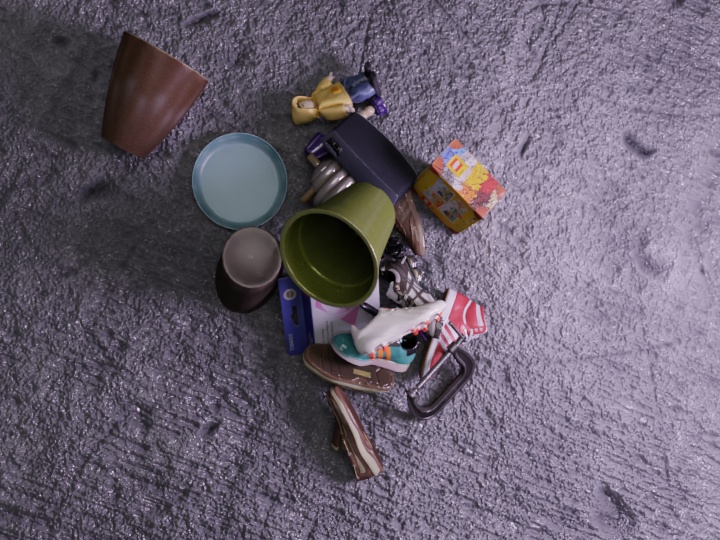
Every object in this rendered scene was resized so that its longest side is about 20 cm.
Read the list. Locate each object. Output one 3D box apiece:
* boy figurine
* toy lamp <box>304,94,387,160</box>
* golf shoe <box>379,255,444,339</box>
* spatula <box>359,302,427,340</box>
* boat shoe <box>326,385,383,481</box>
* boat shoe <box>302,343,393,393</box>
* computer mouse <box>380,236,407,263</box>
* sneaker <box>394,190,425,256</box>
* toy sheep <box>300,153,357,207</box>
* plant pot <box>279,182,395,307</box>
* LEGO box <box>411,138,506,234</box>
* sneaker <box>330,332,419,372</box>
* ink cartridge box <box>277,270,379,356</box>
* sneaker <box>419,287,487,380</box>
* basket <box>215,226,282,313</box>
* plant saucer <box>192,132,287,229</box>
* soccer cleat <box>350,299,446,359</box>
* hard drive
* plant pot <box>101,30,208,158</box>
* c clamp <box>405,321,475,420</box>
[{"bbox_3d":[-0.058,-0.371,1.655,0.196,0.065,0.126,-22,57,0],"label":"boy figurine"},{"bbox_3d":[-0.034,-0.302,1.667,0.199,0.058,0.059,-39,90,-15],"label":"toy lamp"},{"bbox_3d":[0.102,0.063,1.603,0.093,0.079,0.202,-11,51,-20],"label":"golf shoe"},{"bbox_3d":[0.067,0.098,1.574,0.198,0.057,0.021,23,111,-37],"label":"spatula"},{"bbox_3d":[-0.028,0.335,1.571,0.074,0.075,0.205,-27,97,3],"label":"boat shoe"},{"bbox_3d":[-0.033,0.211,1.589,0.197,0.076,0.073,24,57,-14],"label":"boat shoe"},{"bbox_3d":[0.000,0.000,1.616,0.199,0.138,0.053,-38,128,-6],"label":"computer mouse"},{"bbox_3d":[0.083,-0.120,1.664,0.074,0.071,0.204,-15,78,0],"label":"sneaker"},{"bbox_3d":[-0.045,-0.159,1.611,0.138,0.138,0.200,-42,90,-12],"label":"toy sheep"},{"bbox_3d":[-0.023,-0.069,1.461,0.199,0.200,0.191,39,41,-3],"label":"plant pot"},{"bbox_3d":[0.196,-0.167,1.615,0.149,0.200,0.077,45,79,-2],"label":"LEGO box"},{"bbox_3d":[0.032,0.145,1.568,0.197,0.072,0.081,14,116,-36],"label":"sneaker"},{"bbox_3d":[-0.057,0.087,1.563,0.196,0.044,0.200,-13,126,-12],"label":"ink cartridge box"},{"bbox_3d":[0.198,0.150,1.641,0.110,0.071,0.204,22,78,-3],"label":"sneaker"},{"bbox_3d":[-0.213,-0.013,1.525,0.134,0.200,0.183,27,79,-5],"label":"basket"},{"bbox_3d":[-0.251,-0.184,1.629,0.195,0.027,0.205,1,83,-10],"label":"plant saucer"},{"bbox_3d":[0.074,0.096,1.509,0.197,0.070,0.079,-27,73,-10],"label":"soccer cleat"},{"bbox_3d":[0.024,-0.229,1.589,0.200,0.042,0.135,45,44,-1],"label":"hard drive"},{"bbox_3d":[-0.427,-0.334,1.555,0.184,0.187,0.203,27,94,-5],"label":"plant pot"},{"bbox_3d":[0.159,0.212,1.597,0.201,0.027,0.170,-51,134,2],"label":"c clamp"}]
